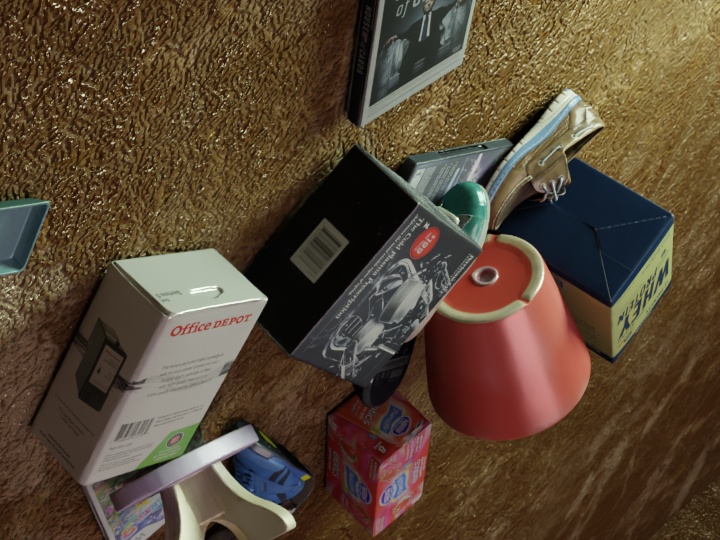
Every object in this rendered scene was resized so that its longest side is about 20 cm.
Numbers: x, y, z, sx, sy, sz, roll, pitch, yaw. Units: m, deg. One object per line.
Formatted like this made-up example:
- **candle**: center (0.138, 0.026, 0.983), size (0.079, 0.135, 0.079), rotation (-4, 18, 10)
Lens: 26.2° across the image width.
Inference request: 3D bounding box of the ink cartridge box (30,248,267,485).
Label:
- **ink cartridge box**: center (-0.194, 0.086, 1.427), size (0.145, 0.084, 0.201), rotation (-10, 135, -55)

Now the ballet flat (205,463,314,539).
- **ballet flat**: center (-0.133, 0.315, 1.907), size (0.200, 0.067, 0.046), rotation (-47, -174, -13)

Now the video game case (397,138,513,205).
- **video game case**: center (0.085, -0.077, 1.746), size (0.199, 0.019, 0.144), rotation (-16, 140, -52)

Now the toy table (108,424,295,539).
- **toy table**: center (-0.156, 0.243, 1.578), size (0.199, 0.118, 0.183), rotation (-21, 171, -48)

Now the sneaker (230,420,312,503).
- **sneaker**: center (-0.118, 0.234, 1.798), size (0.078, 0.066, 0.200), rotation (-43, 156, -3)

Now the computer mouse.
- **computer mouse**: center (0.036, 0.066, 1.838), size (0.138, 0.053, 0.201), rotation (-5, 120, -59)

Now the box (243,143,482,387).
- **box**: center (0.000, 0.000, 1.586), size (0.200, 0.104, 0.182), rotation (-49, 153, 6)

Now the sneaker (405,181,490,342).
- **sneaker**: center (0.070, -0.014, 1.704), size (0.080, 0.071, 0.201), rotation (26, 96, -54)

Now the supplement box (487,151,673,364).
- **supplement box**: center (0.265, -0.022, 1.895), size (0.135, 0.199, 0.200), rotation (-51, 158, -14)

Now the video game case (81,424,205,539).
- **video game case**: center (-0.225, 0.222, 1.655), size (0.143, 0.018, 0.201), rotation (-40, 155, -21)

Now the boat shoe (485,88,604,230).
- **boat shoe**: center (0.211, -0.119, 1.798), size (0.200, 0.072, 0.072), rotation (-52, 166, -10)

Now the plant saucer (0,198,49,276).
- **plant saucer**: center (-0.319, -0.018, 1.148), size (0.199, 0.019, 0.070), rotation (-12, 136, -52)

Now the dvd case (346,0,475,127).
- **dvd case**: center (0.055, -0.242, 1.448), size (0.150, 0.025, 0.201), rotation (-34, 152, -31)

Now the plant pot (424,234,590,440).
- **plant pot**: center (0.160, 0.067, 1.809), size (0.200, 0.200, 0.178), rotation (-39, 136, -21)

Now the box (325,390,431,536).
- **box**: center (0.021, 0.242, 2.001), size (0.095, 0.100, 0.201), rotation (-37, 154, -26)
